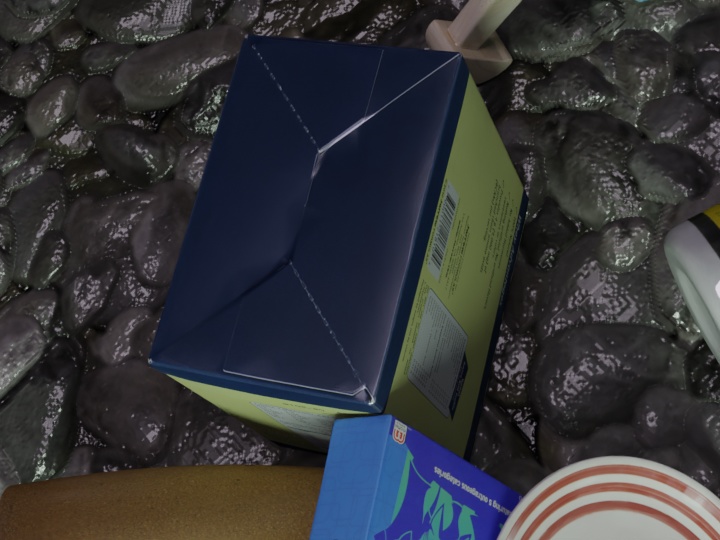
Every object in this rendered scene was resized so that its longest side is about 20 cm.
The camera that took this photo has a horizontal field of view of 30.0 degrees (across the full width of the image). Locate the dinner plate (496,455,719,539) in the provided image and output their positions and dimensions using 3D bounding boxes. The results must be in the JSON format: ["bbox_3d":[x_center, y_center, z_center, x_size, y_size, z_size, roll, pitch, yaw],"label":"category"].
[{"bbox_3d":[0.149,0.201,0.722,0.198,0.024,0.202,9,64,-20],"label":"dinner plate"}]

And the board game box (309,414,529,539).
[{"bbox_3d":[0.029,0.196,0.683,0.045,0.152,0.202,-11,57,41],"label":"board game box"}]

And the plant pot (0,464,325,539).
[{"bbox_3d":[-0.086,0.188,0.782,0.198,0.187,0.188,-16,66,-4],"label":"plant pot"}]

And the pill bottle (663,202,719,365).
[{"bbox_3d":[0.284,-0.017,0.761,0.199,0.112,0.113,-28,65,6],"label":"pill bottle"}]

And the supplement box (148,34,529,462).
[{"bbox_3d":[0.000,0.000,0.795,0.133,0.200,0.202,9,73,21],"label":"supplement box"}]

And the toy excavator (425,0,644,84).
[{"bbox_3d":[0.148,-0.216,0.876,0.198,0.195,0.100,-17,63,-20],"label":"toy excavator"}]
